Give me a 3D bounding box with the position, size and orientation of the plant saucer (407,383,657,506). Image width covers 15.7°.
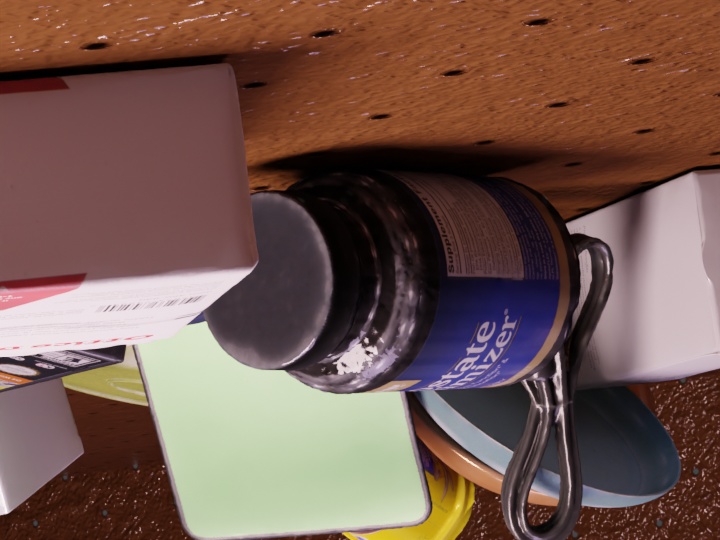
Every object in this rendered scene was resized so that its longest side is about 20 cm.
[{"bbox_3d":[0.098,0.077,1.700,0.199,0.201,0.038,-3,139,-35],"label":"plant saucer"}]

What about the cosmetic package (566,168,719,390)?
[{"bbox_3d":[0.194,0.007,1.561,0.084,0.109,0.200,-5,174,-22],"label":"cosmetic package"}]

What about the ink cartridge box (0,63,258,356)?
[{"bbox_3d":[-0.132,-0.018,1.058,0.146,0.084,0.200,-5,173,-14],"label":"ink cartridge box"}]

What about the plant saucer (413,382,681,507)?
[{"bbox_3d":[0.105,0.085,1.610,0.199,0.200,0.028,1,126,-51],"label":"plant saucer"}]

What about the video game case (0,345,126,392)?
[{"bbox_3d":[-0.251,0.026,1.337,0.199,0.026,0.180,19,158,-37],"label":"video game case"}]

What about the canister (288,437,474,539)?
[{"bbox_3d":[-0.019,0.114,1.694,0.148,0.087,0.200,36,177,23],"label":"canister"}]

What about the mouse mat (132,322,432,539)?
[{"bbox_3d":[-0.050,0.072,1.544,0.160,0.201,0.008,-6,-154,14],"label":"mouse mat"}]

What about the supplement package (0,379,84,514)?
[{"bbox_3d":[-0.292,0.095,1.627,0.199,0.115,0.110,-11,-168,23],"label":"supplement package"}]

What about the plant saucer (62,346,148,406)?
[{"bbox_3d":[-0.144,0.067,1.784,0.198,0.031,0.200,9,168,2],"label":"plant saucer"}]

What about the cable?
[{"bbox_3d":[0.104,0.055,1.498,0.096,0.202,0.050,-17,-161,-17],"label":"cable"}]

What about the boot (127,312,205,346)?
[{"bbox_3d":[-0.123,0.017,1.416,0.090,0.073,0.199,4,168,-34],"label":"boot"}]

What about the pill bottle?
[{"bbox_3d":[0.014,0.005,1.312,0.111,0.113,0.199,-12,172,37],"label":"pill bottle"}]
